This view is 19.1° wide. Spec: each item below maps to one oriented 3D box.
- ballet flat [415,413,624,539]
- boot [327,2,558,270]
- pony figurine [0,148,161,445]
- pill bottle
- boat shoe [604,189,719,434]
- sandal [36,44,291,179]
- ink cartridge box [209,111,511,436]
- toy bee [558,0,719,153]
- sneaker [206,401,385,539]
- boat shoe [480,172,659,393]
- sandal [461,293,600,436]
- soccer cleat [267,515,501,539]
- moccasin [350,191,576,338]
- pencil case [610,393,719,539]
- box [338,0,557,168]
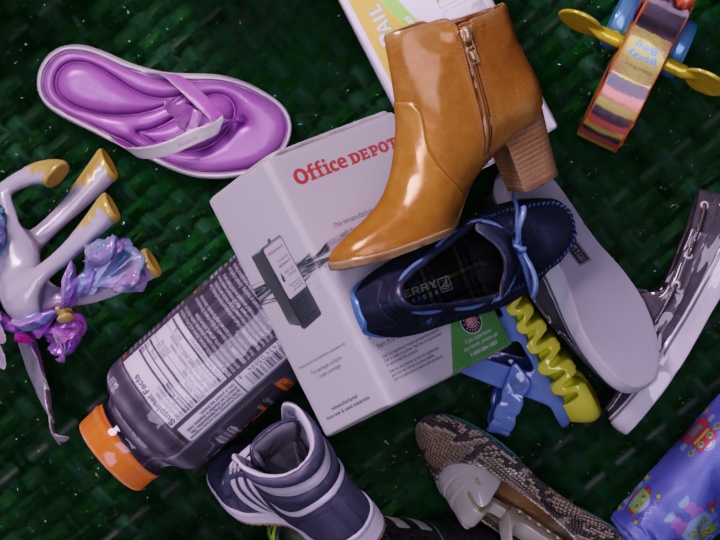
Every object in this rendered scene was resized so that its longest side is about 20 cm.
[{"bbox_3d":[0.120,0.188,1.656,0.200,0.075,0.068,36,133,-3],"label":"ballet flat"},{"bbox_3d":[0.039,-0.097,1.509,0.201,0.071,0.144,-27,102,-21],"label":"boot"},{"bbox_3d":[-0.258,0.017,1.634,0.200,0.167,0.193,-31,61,8],"label":"pony figurine"},{"bbox_3d":[-0.121,0.079,1.643,0.200,0.106,0.106,-41,93,5],"label":"pill bottle"},{"bbox_3d":[0.234,0.028,1.646,0.066,0.070,0.200,31,95,5],"label":"boat shoe"},{"bbox_3d":[-0.155,-0.119,1.653,0.202,0.050,0.083,13,96,0],"label":"sandal"},{"bbox_3d":[0.000,0.000,1.577,0.083,0.147,0.200,-30,85,46],"label":"ink cartridge box"},{"bbox_3d":[0.214,-0.186,1.607,0.131,0.109,0.200,4,95,3],"label":"toy bee"},{"bbox_3d":[-0.070,0.143,1.599,0.070,0.200,0.109,-48,124,-18],"label":"sneaker"},{"bbox_3d":[0.158,0.011,1.628,0.069,0.057,0.200,-19,71,-34],"label":"boat shoe"},{"bbox_3d":[0.100,0.050,1.649,0.087,0.079,0.200,-33,92,8],"label":"sandal"},{"bbox_3d":[0.024,0.222,1.662,0.200,0.081,0.068,11,96,1],"label":"soccer cleat"},{"bbox_3d":[0.088,0.002,1.525,0.200,0.068,0.081,-30,95,-33],"label":"moccasin"},{"bbox_3d":[0.285,0.148,1.650,0.087,0.078,0.200,40,95,-27],"label":"pencil case"},{"bbox_3d":[0.057,-0.172,1.610,0.101,0.112,0.200,-28,95,3],"label":"box"}]
